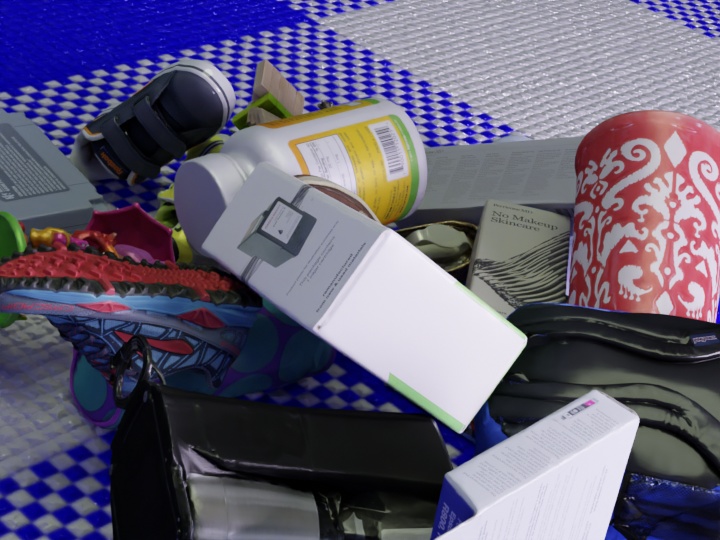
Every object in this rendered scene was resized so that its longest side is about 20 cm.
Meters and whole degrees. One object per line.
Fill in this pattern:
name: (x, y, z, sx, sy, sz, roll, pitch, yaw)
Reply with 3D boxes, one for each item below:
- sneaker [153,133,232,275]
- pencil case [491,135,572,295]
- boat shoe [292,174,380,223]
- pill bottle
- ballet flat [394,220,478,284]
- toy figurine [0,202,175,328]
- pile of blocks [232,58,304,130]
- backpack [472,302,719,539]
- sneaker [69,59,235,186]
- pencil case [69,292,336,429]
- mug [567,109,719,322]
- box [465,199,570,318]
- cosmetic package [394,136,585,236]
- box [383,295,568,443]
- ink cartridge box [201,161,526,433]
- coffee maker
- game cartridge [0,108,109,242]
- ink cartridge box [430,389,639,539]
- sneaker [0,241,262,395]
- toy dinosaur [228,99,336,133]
sneaker: (-0.147, -0.069, 1.341, 0.076, 0.076, 0.200, 4, 30, -13)
pencil case: (0.177, -0.052, 1.411, 0.091, 0.083, 0.200, -15, 37, -14)
boat shoe: (0.004, -0.005, 1.193, 0.202, 0.075, 0.075, 39, 2, -44)
pill bottle: (-0.051, -0.074, 1.247, 0.200, 0.111, 0.111, -18, 42, -35)
ballet flat: (0.025, -0.013, 1.306, 0.200, 0.065, 0.071, -13, 62, -31)
toy figurine: (-0.220, -0.008, 1.153, 0.184, 0.150, 0.200, 0, 6, -37)
pile of blocks: (-0.083, -0.098, 1.367, 0.082, 0.062, 0.200, 27, 40, -49)
backpack: (0.176, 0.124, 1.037, 0.200, 0.168, 0.163, 12, 41, 5)
sneaker: (-0.193, -0.126, 1.354, 0.078, 0.200, 0.079, 50, 52, -17)
pencil case: (-0.118, 0.057, 1.134, 0.200, 0.085, 0.092, -11, 57, -33)
mug: (0.230, 0.005, 1.176, 0.133, 0.178, 0.200, -1, 49, 18)
box: (0.125, 0.021, 1.215, 0.082, 0.068, 0.200, 12, 31, 2)
cosmetic package: (0.129, -0.073, 1.358, 0.200, 0.051, 0.083, 0, 53, 37)
box: (0.135, 0.078, 1.229, 0.136, 0.038, 0.200, 32, 36, 30)
ink cartridge box: (-0.002, 0.014, 1.030, 0.145, 0.084, 0.200, 36, -2, -31)
coffee maker: (-0.047, 0.134, 0.946, 0.200, 0.135, 0.192, 8, 65, -27)
game cartridge: (-0.330, -0.085, 1.345, 0.133, 0.041, 0.200, -9, 36, -36)
ink cartridge box: (0.073, 0.188, 0.876, 0.200, 0.197, 0.043, -20, 41, -42)
sneaker: (-0.162, 0.043, 1.006, 0.200, 0.096, 0.079, 10, 15, -32)
toy dinosaur: (-0.022, -0.111, 1.472, 0.200, 0.077, 0.102, 24, 45, 12)
